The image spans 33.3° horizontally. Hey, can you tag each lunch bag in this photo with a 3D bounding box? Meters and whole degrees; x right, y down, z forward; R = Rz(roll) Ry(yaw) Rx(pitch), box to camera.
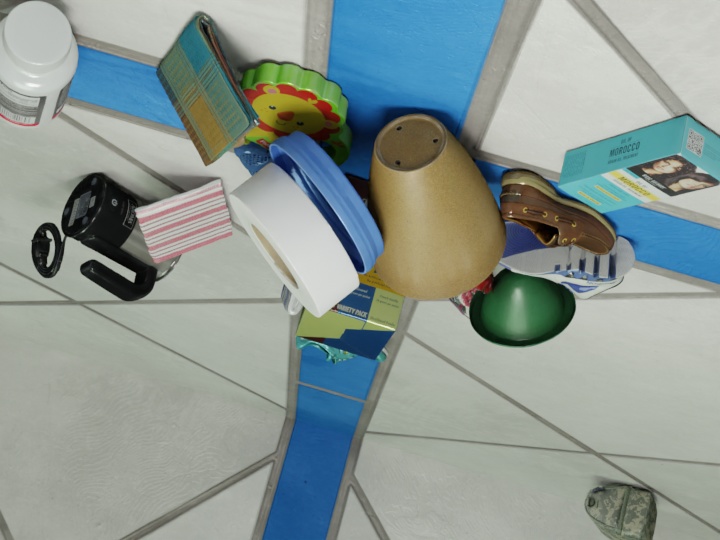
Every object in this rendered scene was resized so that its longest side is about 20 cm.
[{"bbox_3d":[0.684,0.644,3.172,0.165,0.141,0.200,7,159,23],"label":"lunch bag"}]

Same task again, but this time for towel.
[{"bbox_3d":[-0.192,-0.218,1.489,0.148,0.022,0.200,63,155,-2],"label":"towel"},{"bbox_3d":[-0.285,-0.082,1.958,0.144,0.030,0.201,-21,160,-9],"label":"towel"},{"bbox_3d":[-0.089,-0.012,1.838,0.023,0.149,0.200,16,-177,-8],"label":"towel"}]

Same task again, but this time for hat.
[{"bbox_3d":[0.227,-0.001,1.766,0.163,0.201,0.178,-6,127,10],"label":"hat"}]

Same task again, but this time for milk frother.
[{"bbox_3d":[-0.443,-0.045,2.085,0.198,0.183,0.187,3,157,46],"label":"milk frother"}]

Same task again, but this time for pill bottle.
[{"bbox_3d":[-0.418,-0.263,1.533,0.109,0.112,0.200,21,161,-15],"label":"pill bottle"}]

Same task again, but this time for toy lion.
[{"bbox_3d":[-0.085,-0.192,1.549,0.190,0.070,0.199,-14,146,43],"label":"toy lion"}]

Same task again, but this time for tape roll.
[{"bbox_3d":[-0.087,-0.040,1.577,0.203,0.070,0.203,51,170,12],"label":"tape roll"}]

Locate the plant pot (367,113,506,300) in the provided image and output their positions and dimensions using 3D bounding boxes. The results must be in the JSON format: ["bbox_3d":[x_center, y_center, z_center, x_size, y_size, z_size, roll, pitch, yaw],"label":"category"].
[{"bbox_3d":[0.080,-0.096,1.525,0.184,0.188,0.201,8,148,22],"label":"plant pot"}]

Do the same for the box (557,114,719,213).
[{"bbox_3d":[0.329,-0.120,1.407,0.082,0.050,0.199,26,160,-27],"label":"box"}]

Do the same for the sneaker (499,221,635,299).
[{"bbox_3d":[0.292,-0.004,1.725,0.196,0.082,0.115,9,159,15],"label":"sneaker"}]

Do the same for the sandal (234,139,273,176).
[{"bbox_3d":[-0.113,-0.124,1.718,0.079,0.088,0.200,4,157,37],"label":"sandal"}]

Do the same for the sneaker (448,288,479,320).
[{"bbox_3d":[0.164,0.022,1.920,0.074,0.081,0.201,30,163,24],"label":"sneaker"}]

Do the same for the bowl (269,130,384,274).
[{"bbox_3d":[-0.040,-0.087,1.509,0.201,0.039,0.201,52,170,12],"label":"bowl"}]

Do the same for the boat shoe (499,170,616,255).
[{"bbox_3d":[0.259,-0.061,1.607,0.198,0.069,0.072,27,159,-29],"label":"boat shoe"}]

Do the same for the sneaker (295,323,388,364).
[{"bbox_3d":[-0.040,0.155,2.472,0.197,0.081,0.078,17,162,-6],"label":"sneaker"}]

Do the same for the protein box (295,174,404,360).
[{"bbox_3d":[0.000,0.000,1.792,0.133,0.203,0.199,17,162,-3],"label":"protein box"}]
